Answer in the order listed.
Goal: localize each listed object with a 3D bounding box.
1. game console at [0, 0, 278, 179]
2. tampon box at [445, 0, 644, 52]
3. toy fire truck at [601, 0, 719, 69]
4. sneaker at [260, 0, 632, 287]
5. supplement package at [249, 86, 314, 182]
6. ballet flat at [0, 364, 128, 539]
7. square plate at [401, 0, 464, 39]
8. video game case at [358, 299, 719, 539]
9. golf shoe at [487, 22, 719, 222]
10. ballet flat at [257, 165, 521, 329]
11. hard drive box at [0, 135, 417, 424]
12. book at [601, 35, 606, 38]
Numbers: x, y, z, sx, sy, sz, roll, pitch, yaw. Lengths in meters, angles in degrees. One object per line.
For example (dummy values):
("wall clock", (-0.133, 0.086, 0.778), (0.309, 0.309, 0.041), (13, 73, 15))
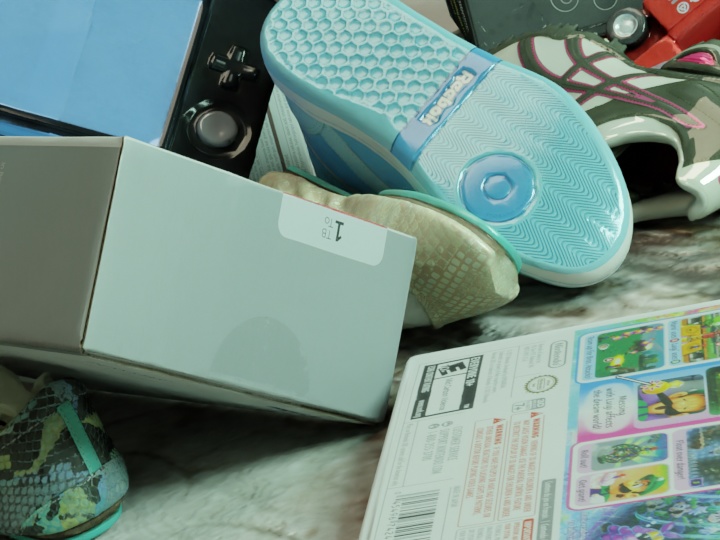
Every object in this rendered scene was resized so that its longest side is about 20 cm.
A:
("game console", (-0.136, -0.099, 0.896), (0.200, 0.119, 0.172), (16, 63, -4))
("tampon box", (0.098, -0.213, 1.129), (0.126, 0.150, 0.200), (-16, 15, 2))
("toy fire truck", (0.222, -0.114, 0.957), (0.200, 0.049, 0.141), (-40, 60, 7))
("sneaker", (0.046, -0.042, 0.915), (0.080, 0.131, 0.200), (-42, 63, -13))
("supplement package", (-0.132, -0.068, 1.055), (0.200, 0.114, 0.110), (-15, 20, -1))
("ballet flat", (-0.170, 0.061, 0.794), (0.200, 0.074, 0.074), (0, 24, 37))
("square plate", (0.054, -0.171, 1.336), (0.198, 0.028, 0.200), (-25, 22, -29))
("video game case", (0.094, 0.060, 0.668), (0.182, 0.024, 0.200), (-11, 19, 12))
("golf shoe", (0.104, -0.064, 0.931), (0.200, 0.077, 0.088), (4, 34, 45))
("ballet flat", (0.000, 0.000, 0.874), (0.062, 0.067, 0.200), (-50, 25, -11))
("hard drive box", (-0.106, 0.003, 0.784), (0.200, 0.077, 0.156), (5, -9, 42))
("book", (0.151, -0.116, 1.095), (0.200, 0.048, 0.134), (-11, 17, 20))
